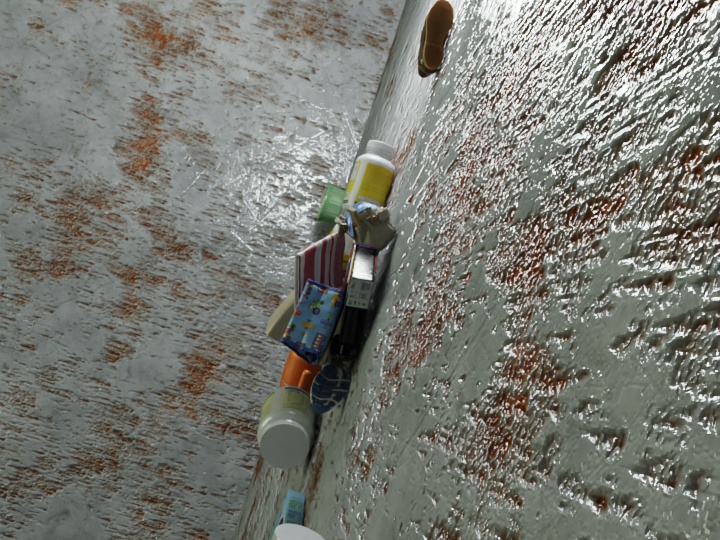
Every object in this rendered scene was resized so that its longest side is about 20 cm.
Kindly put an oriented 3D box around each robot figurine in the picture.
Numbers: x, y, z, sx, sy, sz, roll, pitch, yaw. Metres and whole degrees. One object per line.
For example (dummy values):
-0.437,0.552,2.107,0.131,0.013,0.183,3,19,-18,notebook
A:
-0.162,0.289,2.037,0.144,0.116,0.201,33,109,42,robot figurine

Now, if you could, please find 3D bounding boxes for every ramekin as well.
-0.146,-0.336,3.638,0.200,0.097,0.201,-161,90,-83,ramekin

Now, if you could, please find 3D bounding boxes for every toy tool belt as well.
0.001,-0.112,1.630,0.125,0.123,0.200,-51,16,-2,toy tool belt

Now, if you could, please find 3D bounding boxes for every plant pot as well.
-0.114,0.119,1.836,0.178,0.199,0.200,-60,7,2,plant pot

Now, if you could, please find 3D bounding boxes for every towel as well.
-0.091,-0.001,1.636,0.200,0.023,0.145,-34,-49,-56,towel

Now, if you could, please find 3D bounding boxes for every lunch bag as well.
-0.088,0.129,1.604,0.200,0.094,0.151,68,-137,-69,lunch bag

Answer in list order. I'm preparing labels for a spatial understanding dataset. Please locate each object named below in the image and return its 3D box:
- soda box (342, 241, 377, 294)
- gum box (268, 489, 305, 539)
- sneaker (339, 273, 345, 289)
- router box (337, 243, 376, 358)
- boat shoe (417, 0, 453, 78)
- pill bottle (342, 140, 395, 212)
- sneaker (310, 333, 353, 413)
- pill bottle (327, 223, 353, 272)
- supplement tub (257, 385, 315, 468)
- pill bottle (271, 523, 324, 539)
0.000,0.000,1.721,0.200,0.063,0.070,-80,9,-49,soda box
-0.172,0.610,1.547,0.200,0.044,0.171,-93,22,-69,gum box
-0.058,0.032,2.086,0.200,0.073,0.077,-74,-8,-57,sneaker
-0.008,0.065,1.540,0.149,0.051,0.201,-83,3,-60,router box
0.181,-0.583,1.793,0.070,0.070,0.201,146,142,-72,boat shoe
0.029,-0.246,1.942,0.112,0.112,0.201,168,120,-82,pill bottle
-0.059,0.240,1.567,0.085,0.077,0.200,110,-176,-48,sneaker
-0.037,-0.076,1.983,0.200,0.112,0.113,132,157,-59,pill bottle
-0.187,0.398,1.816,0.200,0.144,0.146,-96,26,-74,supplement tub
-0.127,0.524,1.150,0.110,0.109,0.201,-133,62,-82,pill bottle
